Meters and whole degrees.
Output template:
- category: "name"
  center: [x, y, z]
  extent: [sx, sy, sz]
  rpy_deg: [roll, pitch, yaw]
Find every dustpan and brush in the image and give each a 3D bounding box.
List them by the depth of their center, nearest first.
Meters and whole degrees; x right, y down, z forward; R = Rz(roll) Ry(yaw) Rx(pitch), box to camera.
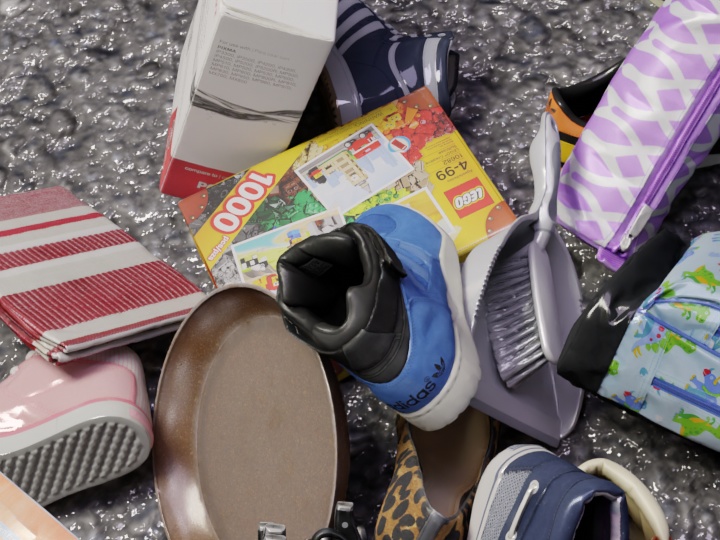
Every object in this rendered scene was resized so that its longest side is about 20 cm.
- category: "dustpan and brush"
  center: [0.108, -0.005, 0.946]
  extent: [0.057, 0.139, 0.202]
  rpy_deg: [-19, 60, 31]

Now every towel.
- category: "towel"
  center: [-0.211, 0.000, 1.058]
  extent: [0.143, 0.023, 0.199]
  rpy_deg: [-16, 39, -44]

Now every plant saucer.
- category: "plant saucer"
  center: [-0.065, 0.109, 0.922]
  extent: [0.032, 0.201, 0.201]
  rpy_deg: [2, 42, -38]

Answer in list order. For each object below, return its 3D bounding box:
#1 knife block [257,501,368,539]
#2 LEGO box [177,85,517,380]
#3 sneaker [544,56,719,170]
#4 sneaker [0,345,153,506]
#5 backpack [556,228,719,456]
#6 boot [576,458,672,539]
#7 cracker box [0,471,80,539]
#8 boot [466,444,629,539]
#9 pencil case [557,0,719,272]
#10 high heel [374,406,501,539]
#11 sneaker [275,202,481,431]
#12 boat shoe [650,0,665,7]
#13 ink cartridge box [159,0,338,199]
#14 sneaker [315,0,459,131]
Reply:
- category: "knife block"
  center: [-0.007, 0.232, 0.791]
  extent: [0.063, 0.176, 0.202]
  rpy_deg: [-14, 59, 2]
- category: "LEGO box"
  center: [-0.006, -0.017, 1.041]
  extent: [0.198, 0.078, 0.150]
  rpy_deg: [-26, 53, -7]
- category: "sneaker"
  center: [0.223, -0.121, 1.058]
  extent: [0.198, 0.090, 0.070]
  rpy_deg: [-18, 53, -1]
- category: "sneaker"
  center: [-0.232, 0.105, 1.009]
  extent: [0.198, 0.076, 0.105]
  rpy_deg: [-18, 39, 8]
- category: "backpack"
  center: [0.243, 0.052, 0.899]
  extent: [0.199, 0.155, 0.163]
  rpy_deg: [39, 28, 13]
- category: "boot"
  center: [0.161, 0.202, 0.832]
  extent: [0.074, 0.108, 0.201]
  rpy_deg: [-19, 55, -5]
- category: "cracker box"
  center: [-0.169, 0.195, 0.846]
  extent: [0.133, 0.201, 0.058]
  rpy_deg: [32, 65, 30]
- category: "boot"
  center: [0.089, 0.200, 0.802]
  extent: [0.072, 0.090, 0.203]
  rpy_deg: [6, 93, -23]
- category: "pencil case"
  center: [0.198, -0.096, 0.988]
  extent: [0.083, 0.202, 0.086]
  rpy_deg: [24, 15, -15]
- category: "high heel"
  center: [0.060, 0.098, 0.899]
  extent: [0.071, 0.143, 0.202]
  rpy_deg: [26, 66, -3]
- category: "sneaker"
  center: [0.001, -0.001, 0.879]
  extent: [0.077, 0.111, 0.201]
  rpy_deg: [-41, 31, 19]
- category: "boat shoe"
  center: [0.207, -0.282, 1.198]
  extent: [0.073, 0.063, 0.201]
  rpy_deg: [-37, 54, -13]
- category: "ink cartridge box"
  center: [-0.078, -0.160, 1.075]
  extent: [0.082, 0.201, 0.148]
  rpy_deg: [13, 54, -13]
- category: "sneaker"
  center: [0.013, -0.176, 1.158]
  extent: [0.107, 0.071, 0.201]
  rpy_deg: [-11, 48, -5]
